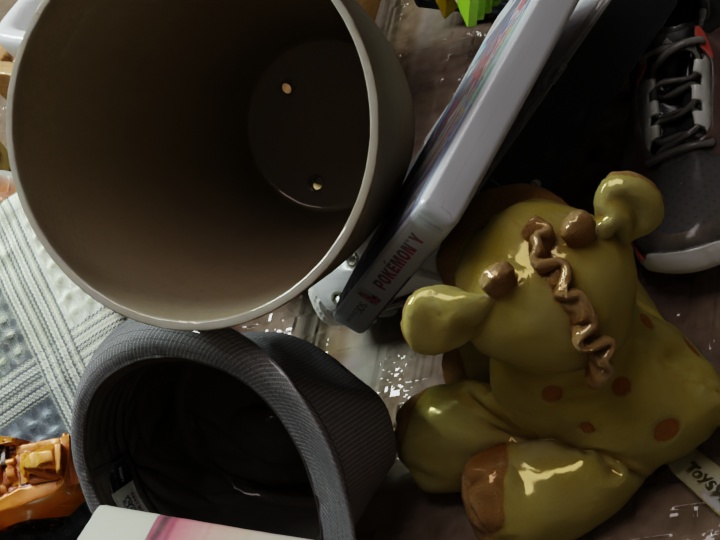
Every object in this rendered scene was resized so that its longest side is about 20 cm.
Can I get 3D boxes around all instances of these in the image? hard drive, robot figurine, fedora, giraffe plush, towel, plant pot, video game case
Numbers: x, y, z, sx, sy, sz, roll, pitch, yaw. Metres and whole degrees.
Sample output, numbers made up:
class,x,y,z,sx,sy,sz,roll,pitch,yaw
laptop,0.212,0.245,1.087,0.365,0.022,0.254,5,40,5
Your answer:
class,x,y,z,sx,sy,sz,roll,pitch,yaw
hard drive,0.100,-0.106,1.296,0.201,0.038,0.140,-56,16,-2
robot figurine,-0.229,0.154,1.276,0.199,0.058,0.146,-14,71,19
fedora,-0.051,0.092,1.200,0.199,0.178,0.090,-9,15,44
giraffe plush,0.089,0.030,1.134,0.199,0.163,0.173,16,60,45
towel,-0.201,0.071,1.337,0.192,0.035,0.201,-33,67,12
plant pot,-0.047,-0.073,1.191,0.186,0.189,0.200,-17,-2,20
video game case,0.057,-0.079,1.177,0.201,0.023,0.182,-61,3,-22

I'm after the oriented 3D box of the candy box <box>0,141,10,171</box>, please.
class,x,y,z,sx,sy,sz,roll,pitch,yaw
candy box,-0.320,-0.012,1.552,0.199,0.055,0.116,-18,41,20

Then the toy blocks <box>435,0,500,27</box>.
class,x,y,z,sx,sy,sz,roll,pitch,yaw
toy blocks,0.107,-0.225,1.437,0.136,0.100,0.201,-6,39,-11

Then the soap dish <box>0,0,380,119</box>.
class,x,y,z,sx,sy,sz,roll,pitch,yaw
soap dish,-0.099,-0.137,1.405,0.199,0.082,0.158,10,45,26

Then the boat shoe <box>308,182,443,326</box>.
class,x,y,z,sx,sy,sz,roll,pitch,yaw
boat shoe,0.000,0.000,1.312,0.199,0.071,0.070,17,77,40

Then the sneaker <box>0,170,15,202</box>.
class,x,y,z,sx,sy,sz,roll,pitch,yaw
sneaker,-0.161,0.018,1.410,0.200,0.080,0.071,34,54,30

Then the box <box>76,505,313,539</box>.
class,x,y,z,sx,sy,sz,roll,pitch,yaw
box,-0.044,0.195,1.087,0.199,0.128,0.109,5,52,38

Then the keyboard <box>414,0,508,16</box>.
class,x,y,z,sx,sy,sz,roll,pitch,yaw
keyboard,0.083,-0.230,1.525,0.103,0.040,0.201,12,53,14

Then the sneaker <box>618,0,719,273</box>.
class,x,y,z,sx,sy,sz,roll,pitch,yaw
sneaker,0.163,-0.085,1.261,0.077,0.082,0.201,-12,43,16
